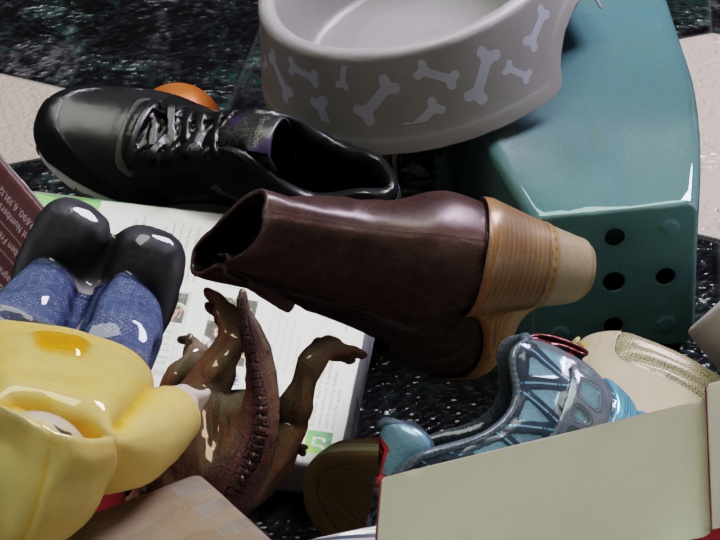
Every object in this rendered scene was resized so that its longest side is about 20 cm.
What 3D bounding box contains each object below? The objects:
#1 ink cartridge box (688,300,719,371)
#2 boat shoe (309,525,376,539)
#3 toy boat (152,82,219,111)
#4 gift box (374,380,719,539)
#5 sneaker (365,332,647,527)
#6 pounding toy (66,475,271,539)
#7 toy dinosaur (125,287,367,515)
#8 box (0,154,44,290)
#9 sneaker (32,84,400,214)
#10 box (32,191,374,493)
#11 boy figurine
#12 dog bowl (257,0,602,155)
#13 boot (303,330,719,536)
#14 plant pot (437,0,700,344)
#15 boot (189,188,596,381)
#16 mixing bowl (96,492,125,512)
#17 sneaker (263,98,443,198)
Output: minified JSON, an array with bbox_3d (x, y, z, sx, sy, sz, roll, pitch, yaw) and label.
[{"bbox_3d":[0.278,-0.017,1.163,0.200,0.146,0.084,-39,86,-25],"label":"ink cartridge box"},{"bbox_3d":[0.053,0.122,0.936,0.199,0.074,0.065,6,38,-16],"label":"boat shoe"},{"bbox_3d":[-0.103,-0.044,1.331,0.130,0.131,0.200,12,31,27],"label":"toy boat"},{"bbox_3d":[0.114,0.141,0.805,0.186,0.185,0.200,-15,49,22],"label":"gift box"},{"bbox_3d":[0.030,0.108,1.003,0.200,0.096,0.079,-45,6,-11],"label":"sneaker"},{"bbox_3d":[-0.126,0.173,0.861,0.200,0.185,0.142,-19,31,-27],"label":"pounding toy"},{"bbox_3d":[-0.070,0.092,1.046,0.086,0.200,0.136,30,56,-5],"label":"toy dinosaur"},{"bbox_3d":[-0.289,-0.002,1.149,0.166,0.164,0.200,15,64,34],"label":"box"},{"bbox_3d":[-0.073,-0.067,1.235,0.200,0.088,0.076,17,64,-4],"label":"sneaker"},{"bbox_3d":[-0.094,0.036,1.197,0.199,0.036,0.145,8,58,7],"label":"box"},{"bbox_3d":[-0.120,0.041,0.882,0.124,0.065,0.200,21,23,-5],"label":"boy figurine"},{"bbox_3d":[0.033,-0.147,1.301,0.200,0.059,0.200,-12,36,9],"label":"dog bowl"},{"bbox_3d":[0.082,0.087,1.124,0.199,0.073,0.156,4,29,10],"label":"boot"},{"bbox_3d":[0.124,-0.046,1.312,0.141,0.142,0.200,-6,33,-5],"label":"plant pot"},{"bbox_3d":[0.000,0.000,1.092,0.166,0.073,0.200,8,-15,-18],"label":"boot"},{"bbox_3d":[-0.173,0.115,1.011,0.108,0.200,0.200,29,15,-27],"label":"mixing bowl"},{"bbox_3d":[0.014,-0.055,1.323,0.078,0.085,0.200,20,38,-53],"label":"sneaker"}]
